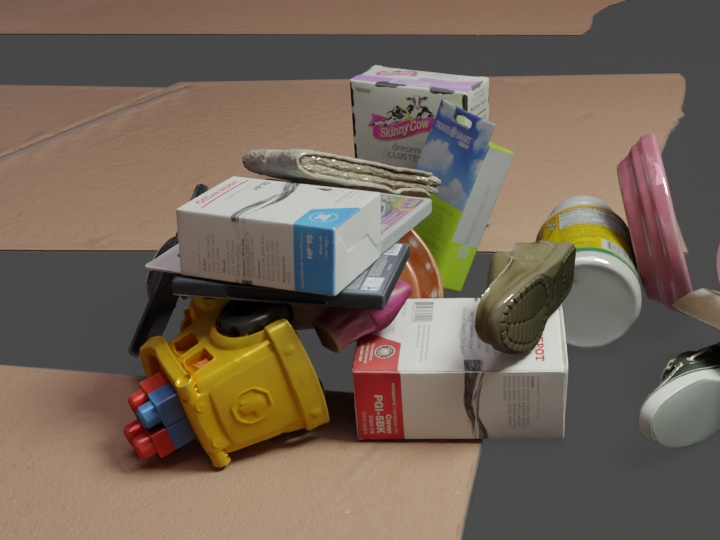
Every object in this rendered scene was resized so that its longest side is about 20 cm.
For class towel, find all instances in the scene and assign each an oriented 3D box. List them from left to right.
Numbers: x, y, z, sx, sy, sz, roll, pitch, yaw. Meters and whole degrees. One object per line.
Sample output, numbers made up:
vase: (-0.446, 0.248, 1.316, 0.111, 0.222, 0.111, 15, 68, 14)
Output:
towel: (-0.021, -0.107, 1.347, 0.200, 0.035, 0.132, 7, 0, -34)

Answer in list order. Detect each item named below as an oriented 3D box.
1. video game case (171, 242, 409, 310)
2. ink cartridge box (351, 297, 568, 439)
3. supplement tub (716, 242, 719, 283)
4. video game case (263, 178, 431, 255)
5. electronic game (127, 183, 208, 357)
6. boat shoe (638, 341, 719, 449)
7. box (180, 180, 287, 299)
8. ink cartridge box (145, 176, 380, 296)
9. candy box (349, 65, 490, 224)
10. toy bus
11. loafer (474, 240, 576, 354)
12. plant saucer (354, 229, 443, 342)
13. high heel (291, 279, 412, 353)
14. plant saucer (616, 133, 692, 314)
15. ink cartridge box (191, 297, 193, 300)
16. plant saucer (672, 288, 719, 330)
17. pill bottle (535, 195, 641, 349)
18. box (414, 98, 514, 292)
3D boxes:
video game case: (-0.062, -0.002, 1.149, 0.200, 0.019, 0.143, 3, 21, 11)
ink cartridge box: (0.099, 0.094, 1.173, 0.200, 0.083, 0.147, -1, 27, 7)
supplement tub: (0.503, -0.020, 1.299, 0.200, 0.132, 0.132, -20, 30, -27)
video game case: (-0.043, -0.059, 1.246, 0.200, 0.018, 0.143, 9, 24, 23)
electronic game: (-0.207, 0.000, 1.294, 0.042, 0.200, 0.200, 23, 25, -9)
boat shoe: (0.320, 0.112, 1.132, 0.200, 0.071, 0.064, -14, 28, -37)
box: (-0.130, -0.044, 1.433, 0.200, 0.035, 0.110, -45, 18, -33)
ink cartridge box: (-0.093, -0.037, 1.123, 0.200, 0.067, 0.116, 8, 23, 20)
candy box: (0.078, -0.153, 1.546, 0.167, 0.200, 0.072, 11, 30, 29)
toy bus: (-0.150, 0.101, 1.168, 0.192, 0.136, 0.200, -28, 30, -12)
loafer: (0.148, 0.023, 1.140, 0.067, 0.076, 0.200, 9, 20, 26)
plant saucer: (0.000, 0.000, 1.326, 0.200, 0.032, 0.201, 19, 47, -22)
high heel: (-0.034, 0.015, 1.203, 0.096, 0.067, 0.200, -34, 27, -18)
plant saucer: (0.321, -0.047, 1.311, 0.051, 0.201, 0.201, -12, 24, 14)
ink cartridge box: (-0.101, 0.017, 1.339, 0.039, 0.100, 0.200, 16, 33, 38)
plant saucer: (0.400, 0.060, 1.153, 0.200, 0.032, 0.200, 20, 7, -3)
pill bottle: (0.248, -0.007, 1.326, 0.113, 0.113, 0.200, 0, 27, 9)
box: (0.106, -0.090, 1.418, 0.048, 0.200, 0.122, 13, 15, -34)
